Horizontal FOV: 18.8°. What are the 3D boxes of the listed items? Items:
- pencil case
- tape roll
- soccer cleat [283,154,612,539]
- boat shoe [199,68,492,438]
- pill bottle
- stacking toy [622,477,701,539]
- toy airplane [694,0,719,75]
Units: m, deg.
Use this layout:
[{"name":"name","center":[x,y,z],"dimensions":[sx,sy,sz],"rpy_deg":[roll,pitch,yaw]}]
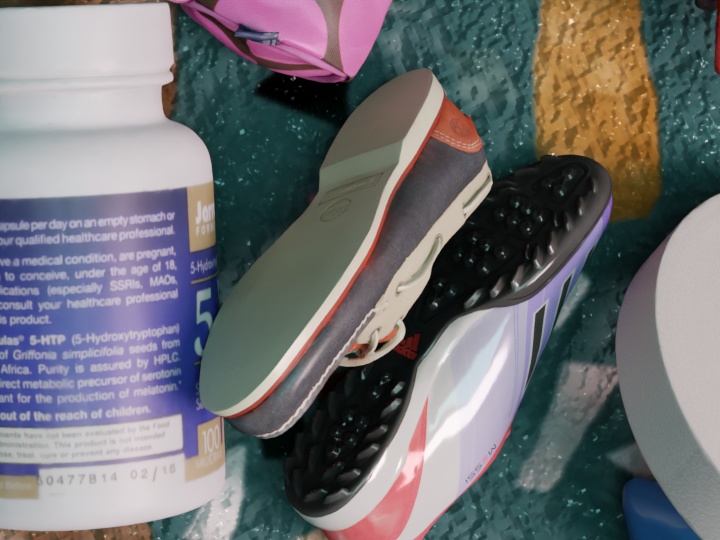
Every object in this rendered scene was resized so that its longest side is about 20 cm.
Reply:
[{"name":"pencil case","center":[-0.006,-0.180,0.900],"dimensions":[0.093,0.091,0.201],"rpy_deg":[24,89,-12]},{"name":"tape roll","center":[0.203,0.055,0.924],"dimensions":[0.201,0.037,0.204],"rpy_deg":[15,51,-20]},{"name":"soccer cleat","center":[0.049,0.039,0.952],"dimensions":[0.201,0.068,0.073],"rpy_deg":[-53,129,-8]},{"name":"boat shoe","center":[0.000,0.000,0.890],"dimensions":[0.063,0.071,0.201],"rpy_deg":[55,43,-26]},{"name":"pill bottle","center":[-0.117,-0.006,0.882],"dimensions":[0.118,0.120,0.202],"rpy_deg":[-3,97,-10]},{"name":"stacking toy","center":[0.227,0.118,0.978],"dimensions":[0.199,0.116,0.111],"rpy_deg":[-22,102,-21]},{"name":"toy airplane","center":[0.189,-0.204,0.902],"dimensions":[0.199,0.141,0.200],"rpy_deg":[-33,81,9]}]
